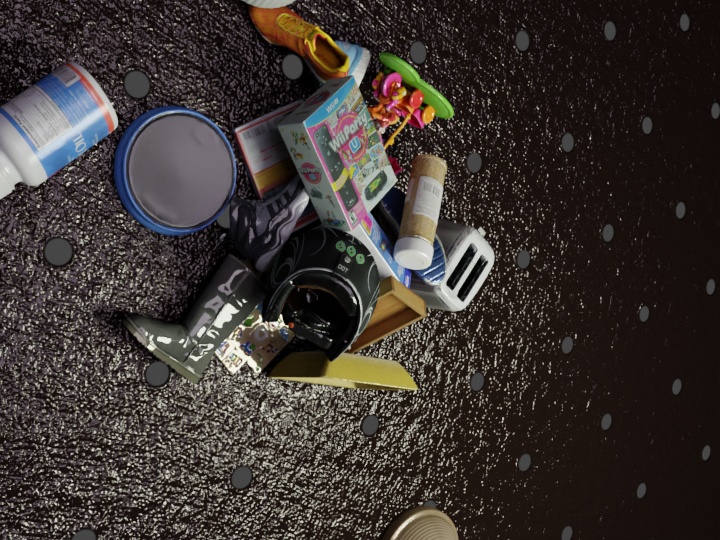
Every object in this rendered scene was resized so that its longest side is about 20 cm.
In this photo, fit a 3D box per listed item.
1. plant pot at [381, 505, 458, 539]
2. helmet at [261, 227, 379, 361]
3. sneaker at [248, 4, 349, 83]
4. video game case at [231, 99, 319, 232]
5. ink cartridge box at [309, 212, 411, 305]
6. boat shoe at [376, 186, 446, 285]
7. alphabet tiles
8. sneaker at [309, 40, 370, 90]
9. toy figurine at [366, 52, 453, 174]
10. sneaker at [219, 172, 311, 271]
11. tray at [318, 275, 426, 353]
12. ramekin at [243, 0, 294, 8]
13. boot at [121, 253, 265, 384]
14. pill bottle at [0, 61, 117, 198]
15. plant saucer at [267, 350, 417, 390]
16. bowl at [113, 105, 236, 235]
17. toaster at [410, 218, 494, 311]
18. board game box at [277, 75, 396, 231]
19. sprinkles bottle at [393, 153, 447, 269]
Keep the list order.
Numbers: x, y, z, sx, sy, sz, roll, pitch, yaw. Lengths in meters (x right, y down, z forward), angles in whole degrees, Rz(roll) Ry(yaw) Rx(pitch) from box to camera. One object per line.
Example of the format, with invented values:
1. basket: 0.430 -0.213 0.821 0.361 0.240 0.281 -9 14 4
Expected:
1. plant pot: 0.134 0.586 1.557 0.198 0.092 0.205 -3 96 -32
2. helmet: -0.061 0.030 1.243 0.196 0.191 0.204 2 113 4
3. sneaker: -0.096 -0.390 1.282 0.198 0.077 0.074 34 71 -4
4. video game case: -0.126 -0.174 1.346 0.142 0.017 0.203 -29 110 -27
5. ink cartridge box: 0.000 0.000 1.372 0.201 0.135 0.077 54 27 -24
6. boat shoe: 0.093 -0.055 1.423 0.071 0.073 0.202 -21 73 -19
7. alphabet tiles: -0.180 0.074 1.346 0.200 0.006 0.167 -45 116 -20
8. sneaker: -0.056 -0.309 1.354 0.089 0.078 0.203 23 74 -14
9. toy figurine: 0.048 -0.252 1.376 0.186 0.149 0.200 -58 148 -2
10. sneaker: -0.153 -0.109 1.282 0.113 0.075 0.202 30 79 -7
11. tray: 0.008 0.085 1.362 0.098 0.198 0.038 35 39 -38
12. ramekin: -0.146 -0.513 1.222 0.197 0.105 0.204 5 80 -26
13. boot: -0.260 0.059 1.249 0.201 0.072 0.182 -52 130 -8
14. pill bottle: -0.448 -0.190 1.080 0.200 0.112 0.113 -43 116 -20
15. plant saucer: -0.031 0.173 1.345 0.197 0.199 0.049 12 77 -33
16. bowl: -0.287 -0.157 1.231 0.198 0.039 0.205 -5 98 -32
17. toaster: 0.163 -0.003 1.486 0.114 0.128 0.201 44 72 -27
18. board game box: -0.034 -0.188 1.266 0.148 0.063 0.202 -49 126 -35
19. sprinkles bottle: 0.107 -0.105 1.369 0.068 0.068 0.203 30 59 -31
